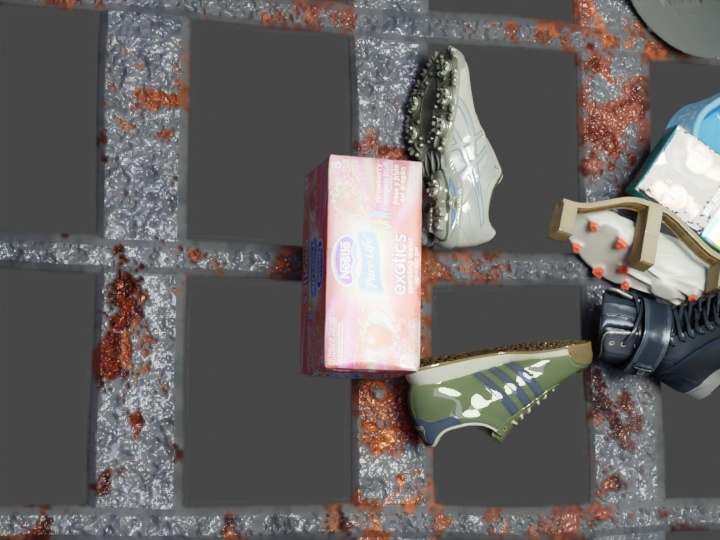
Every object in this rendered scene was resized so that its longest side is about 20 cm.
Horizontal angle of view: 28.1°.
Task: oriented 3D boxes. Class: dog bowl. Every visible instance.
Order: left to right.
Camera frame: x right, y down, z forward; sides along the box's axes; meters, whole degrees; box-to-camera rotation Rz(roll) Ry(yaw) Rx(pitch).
[{"bbox_3d":[0.418,-0.155,1.540,0.199,0.050,0.112,-33,92,-19],"label":"dog bowl"}]

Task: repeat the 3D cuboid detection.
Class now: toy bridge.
[{"bbox_3d":[0.285,-0.034,1.427,0.199,0.027,0.068,18,67,-12],"label":"toy bridge"}]

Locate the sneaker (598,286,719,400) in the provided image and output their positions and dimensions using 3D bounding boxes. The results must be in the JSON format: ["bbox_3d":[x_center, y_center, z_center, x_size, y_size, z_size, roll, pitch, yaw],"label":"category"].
[{"bbox_3d":[0.316,0.047,1.407,0.145,0.203,0.077,22,50,-8],"label":"sneaker"}]

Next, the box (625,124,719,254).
[{"bbox_3d":[0.377,-0.058,1.466,0.199,0.049,0.083,35,90,-2],"label":"box"}]

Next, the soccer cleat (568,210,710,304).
[{"bbox_3d":[0.299,-0.013,1.481,0.199,0.069,0.078,31,45,-3],"label":"soccer cleat"}]

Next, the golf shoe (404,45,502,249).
[{"bbox_3d":[0.098,-0.120,1.439,0.097,0.078,0.202,7,85,-33],"label":"golf shoe"}]

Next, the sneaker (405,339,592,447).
[{"bbox_3d":[0.137,0.123,1.411,0.199,0.067,0.091,-7,94,-19],"label":"sneaker"}]

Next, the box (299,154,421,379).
[{"bbox_3d":[0.000,0.000,1.364,0.094,0.103,0.202,4,81,-16],"label":"box"}]

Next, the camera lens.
[{"bbox_3d":[0.393,-0.341,1.503,0.160,0.160,0.200,47,72,-5],"label":"camera lens"}]
